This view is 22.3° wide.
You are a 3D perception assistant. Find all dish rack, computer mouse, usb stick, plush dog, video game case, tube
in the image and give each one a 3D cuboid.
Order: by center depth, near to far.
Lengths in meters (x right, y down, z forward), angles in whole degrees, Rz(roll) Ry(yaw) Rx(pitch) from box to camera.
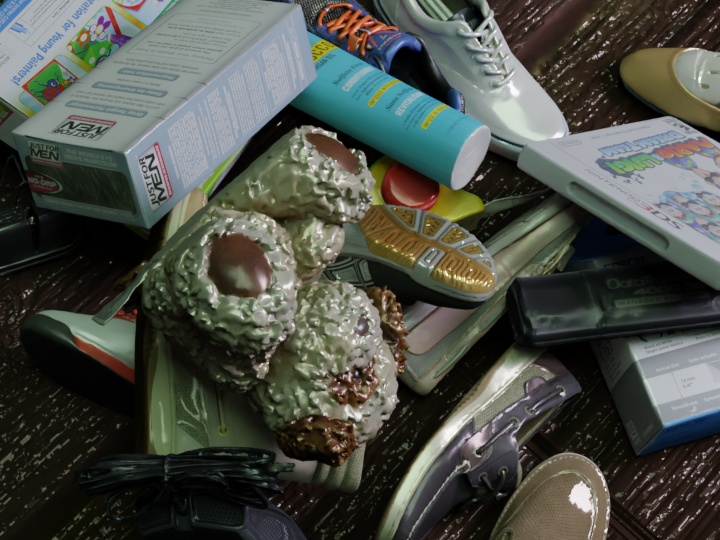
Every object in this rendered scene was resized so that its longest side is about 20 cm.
[{"bbox_3d":[-0.048,0.038,1.101,0.172,0.160,0.200,48,34,-10],"label":"plush dog"},{"bbox_3d":[-0.078,0.162,1.146,0.138,0.200,0.053,-3,50,22],"label":"computer mouse"},{"bbox_3d":[0.200,0.020,1.282,0.199,0.033,0.056,-6,58,-11],"label":"usb stick"},{"bbox_3d":[-0.297,-0.088,1.296,0.153,0.055,0.201,-18,67,-20],"label":"dish rack"},{"bbox_3d":[-0.003,-0.124,1.316,0.200,0.051,0.077,29,42,20],"label":"tube"},{"bbox_3d":[0.239,-0.054,1.317,0.182,0.024,0.200,34,30,31],"label":"video game case"}]

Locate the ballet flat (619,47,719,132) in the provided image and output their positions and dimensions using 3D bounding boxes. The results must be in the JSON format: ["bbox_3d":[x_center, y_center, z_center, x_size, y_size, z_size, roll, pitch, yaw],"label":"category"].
[{"bbox_3d":[0.303,-0.137,1.431,0.199,0.063,0.069,24,54,1],"label":"ballet flat"}]

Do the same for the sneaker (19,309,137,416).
[{"bbox_3d":[-0.124,0.048,1.256,0.201,0.067,0.108,24,61,-3],"label":"sneaker"}]

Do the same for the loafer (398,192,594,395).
[{"bbox_3d":[0.098,0.012,1.317,0.200,0.072,0.063,-35,92,-12],"label":"loafer"}]

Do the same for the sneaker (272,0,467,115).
[{"bbox_3d":[0.014,-0.162,1.377,0.200,0.079,0.075,43,62,11],"label":"sneaker"}]

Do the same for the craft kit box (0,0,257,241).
[{"bbox_3d":[-0.167,-0.139,1.315,0.197,0.049,0.200,33,49,1],"label":"craft kit box"}]

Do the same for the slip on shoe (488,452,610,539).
[{"bbox_3d":[0.112,0.202,1.229,0.076,0.061,0.200,36,63,7],"label":"slip on shoe"}]

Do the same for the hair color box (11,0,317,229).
[{"bbox_3d":[-0.126,-0.111,1.221,0.099,0.061,0.200,11,40,32],"label":"hair color box"}]

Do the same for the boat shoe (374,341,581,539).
[{"bbox_3d":[0.084,0.126,1.256,0.065,0.072,0.200,35,57,12],"label":"boat shoe"}]

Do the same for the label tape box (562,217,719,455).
[{"bbox_3d":[0.237,0.020,1.341,0.143,0.066,0.201,-13,69,-17],"label":"label tape box"}]

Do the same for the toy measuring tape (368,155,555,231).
[{"bbox_3d":[0.067,-0.064,1.343,0.199,0.074,0.074,-20,70,-15],"label":"toy measuring tape"}]

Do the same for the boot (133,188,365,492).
[{"bbox_3d":[-0.067,0.045,1.198,0.154,0.072,0.201,5,70,-15],"label":"boot"}]

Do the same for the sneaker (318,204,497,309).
[{"bbox_3d":[0.000,0.000,1.276,0.199,0.088,0.076,18,27,20],"label":"sneaker"}]

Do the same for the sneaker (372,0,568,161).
[{"bbox_3d":[0.084,-0.164,1.397,0.073,0.071,0.200,-39,77,-25],"label":"sneaker"}]
